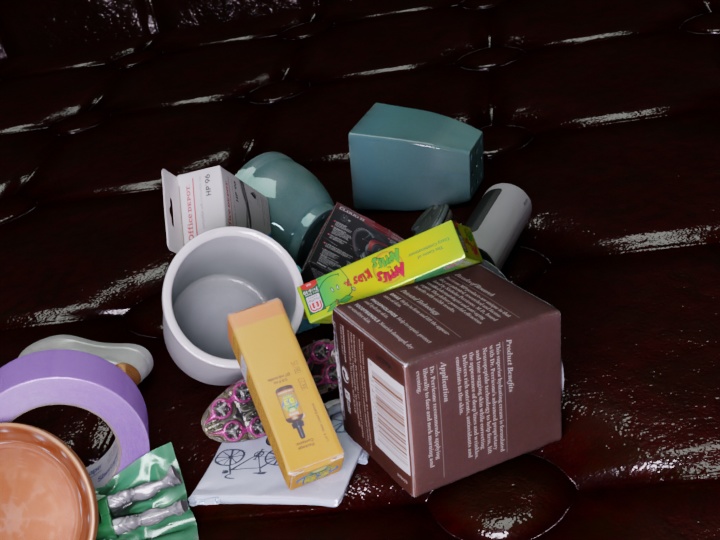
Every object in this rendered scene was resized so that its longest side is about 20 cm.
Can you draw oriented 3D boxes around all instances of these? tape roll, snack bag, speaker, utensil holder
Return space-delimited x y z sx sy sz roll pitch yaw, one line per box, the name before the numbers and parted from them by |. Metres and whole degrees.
tape roll | -0.339 0.191 1.224 0.199 0.201 0.066 -15 28 -5
snack bag | -0.080 0.214 1.264 0.188 0.021 0.200 -2 26 16
speaker | 0.188 -0.049 1.596 0.081 0.081 0.200 2 31 25
utensil holder | -0.168 0.054 1.368 0.169 0.170 0.200 -21 -8 -17

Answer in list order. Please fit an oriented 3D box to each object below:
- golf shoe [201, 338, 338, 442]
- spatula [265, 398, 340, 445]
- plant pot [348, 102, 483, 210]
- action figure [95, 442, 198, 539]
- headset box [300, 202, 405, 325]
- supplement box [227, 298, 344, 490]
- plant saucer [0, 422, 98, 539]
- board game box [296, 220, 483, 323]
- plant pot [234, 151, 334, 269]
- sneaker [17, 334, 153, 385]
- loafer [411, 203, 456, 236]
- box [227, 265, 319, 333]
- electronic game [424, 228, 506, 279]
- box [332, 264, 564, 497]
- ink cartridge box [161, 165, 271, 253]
golf shoe | -0.107 0.152 1.318 0.200 0.073 0.092 -26 1 -28
spatula | -0.031 0.162 1.300 0.200 0.021 0.056 -23 26 -32
plant pot | 0.101 -0.186 1.833 0.199 0.142 0.141 7 32 20
action figure | -0.287 0.274 1.185 0.199 0.055 0.118 -21 62 0
headset box | 0.000 0.000 1.508 0.148 0.075 0.200 29 31 -5
supplement box | -0.085 0.136 1.202 0.066 0.069 0.200 -17 64 -16
plant saucer | -0.373 0.261 1.145 0.200 0.201 0.032 -11 -7 3
board game box | 0.037 0.005 1.285 0.199 0.048 0.102 -24 -9 16
plant pot | -0.108 -0.062 1.642 0.134 0.201 0.200 26 43 27
sneaker | -0.391 0.137 1.487 0.199 0.073 0.085 -3 26 15
loafer | 0.119 -0.056 1.593 0.072 0.063 0.200 -48 6 6
box | -0.163 0.067 1.516 0.199 0.083 0.049 -20 28 -14
electronic game | 0.161 0.012 1.402 0.042 0.200 0.200 -53 28 10
box | 0.096 0.115 1.204 0.199 0.167 0.164 -16 26 -24
ink cartridge box | -0.188 -0.065 1.461 0.068 0.116 0.200 -12 -15 17
